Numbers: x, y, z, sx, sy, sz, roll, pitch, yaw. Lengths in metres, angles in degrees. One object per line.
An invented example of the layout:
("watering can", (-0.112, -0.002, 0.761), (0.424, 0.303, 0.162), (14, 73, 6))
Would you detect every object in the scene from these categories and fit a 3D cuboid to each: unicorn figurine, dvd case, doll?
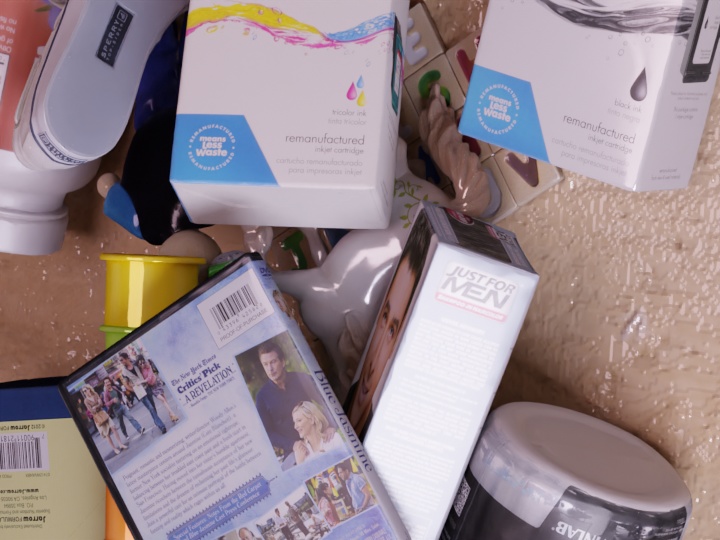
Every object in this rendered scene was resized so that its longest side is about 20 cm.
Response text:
("unicorn figurine", (0.000, 0.000, 1.454), (0.138, 0.074, 0.200), (52, 122, 26))
("dvd case", (-0.063, 0.111, 1.355), (0.142, 0.018, 0.201), (-33, 78, 24))
("doll", (-0.100, -0.078, 1.499), (0.136, 0.048, 0.201), (-21, 57, 35))

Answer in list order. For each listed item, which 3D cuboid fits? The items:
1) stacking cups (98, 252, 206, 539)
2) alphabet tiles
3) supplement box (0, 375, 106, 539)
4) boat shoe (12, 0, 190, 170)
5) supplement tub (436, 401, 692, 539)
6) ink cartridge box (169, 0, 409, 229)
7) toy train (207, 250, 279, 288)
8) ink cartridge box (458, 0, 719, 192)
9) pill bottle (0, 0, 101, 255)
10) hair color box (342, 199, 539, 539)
("stacking cups", (-0.122, 0.091, 1.422), (0.060, 0.060, 0.202), (6, 92, 35))
("alphabet tiles", (0.022, -0.048, 1.484), (0.200, 0.008, 0.168), (-34, 73, 33))
("supplement box", (-0.165, 0.165, 1.554), (0.199, 0.134, 0.201), (-5, 90, 35))
("boat shoe", (-0.149, -0.140, 1.493), (0.086, 0.074, 0.203), (-18, 46, 53))
("supplement tub", (0.089, 0.183, 1.380), (0.122, 0.122, 0.201), (33, 111, 30))
("ink cartridge box", (-0.035, -0.128, 1.423), (0.115, 0.067, 0.201), (2, 71, 9))
("toy train", (-0.053, 0.076, 1.473), (0.041, 0.056, 0.201), (-14, 119, -4))
("ink cartridge box", (0.135, -0.154, 1.355), (0.116, 0.068, 0.201), (20, 103, 30))
("pill bottle", (-0.205, -0.117, 1.579), (0.112, 0.112, 0.201), (22, 106, 33))
("hair color box", (0.029, 0.073, 1.381), (0.060, 0.099, 0.201), (19, 102, -9))
